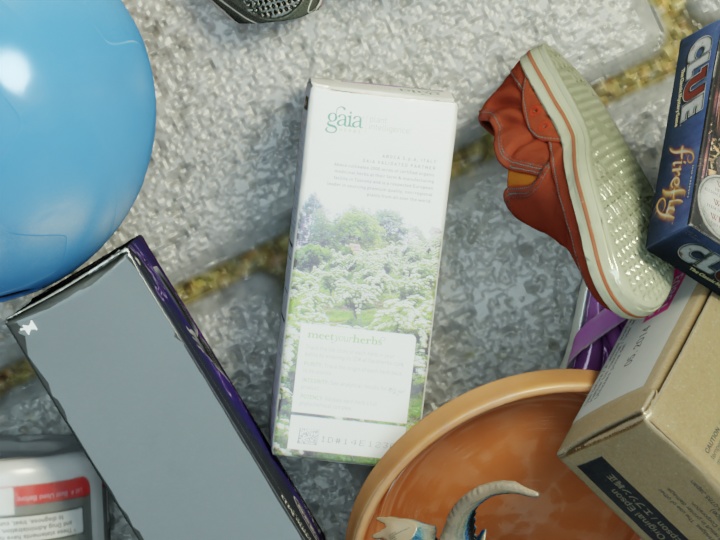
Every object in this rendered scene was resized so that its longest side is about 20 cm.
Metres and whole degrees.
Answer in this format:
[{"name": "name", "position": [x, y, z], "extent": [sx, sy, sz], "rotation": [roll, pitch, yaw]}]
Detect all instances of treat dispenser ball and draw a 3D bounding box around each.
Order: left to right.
[{"name": "treat dispenser ball", "position": [-0.204, -0.082, 1.330], "extent": [0.201, 0.201, 0.201], "rotation": [0, 94, 0]}]

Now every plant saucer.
[{"name": "plant saucer", "position": [0.088, 0.132, 1.389], "extent": [0.200, 0.032, 0.200], "rotation": [-9, 128, -12]}]

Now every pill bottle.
[{"name": "pill bottle", "position": [-0.187, 0.193, 1.395], "extent": [0.114, 0.114, 0.200], "rotation": [-2, 94, 0]}]

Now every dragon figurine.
[{"name": "dragon figurine", "position": [0.045, 0.168, 1.337], "extent": [0.099, 0.059, 0.200], "rotation": [15, 123, -40]}]

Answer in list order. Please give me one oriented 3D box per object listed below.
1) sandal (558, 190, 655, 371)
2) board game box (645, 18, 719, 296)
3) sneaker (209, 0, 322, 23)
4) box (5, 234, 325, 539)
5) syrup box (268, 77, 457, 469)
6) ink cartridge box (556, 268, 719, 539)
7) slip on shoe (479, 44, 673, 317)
[{"name": "sandal", "position": [0.145, 0.055, 1.416], "extent": [0.082, 0.050, 0.203], "rotation": [23, 95, -2]}, {"name": "board game box", "position": [0.238, -0.023, 1.331], "extent": [0.200, 0.035, 0.136], "rotation": [31, 52, -24]}, {"name": "sneaker", "position": [-0.082, -0.220, 1.377], "extent": [0.080, 0.086, 0.200], "rotation": [-26, 95, 4]}, {"name": "box", "position": [-0.098, 0.087, 1.373], "extent": [0.079, 0.141, 0.200], "rotation": [-31, 94, 3]}, {"name": "syrup box", "position": [0.000, 0.000, 1.396], "extent": [0.079, 0.081, 0.200], "rotation": [6, 94, -3]}, {"name": "ink cartridge box", "position": [0.211, 0.070, 1.339], "extent": [0.165, 0.075, 0.200], "rotation": [44, 50, -13]}, {"name": "slip on shoe", "position": [0.109, -0.039, 1.344], "extent": [0.061, 0.200, 0.074], "rotation": [-41, 127, 17]}]
